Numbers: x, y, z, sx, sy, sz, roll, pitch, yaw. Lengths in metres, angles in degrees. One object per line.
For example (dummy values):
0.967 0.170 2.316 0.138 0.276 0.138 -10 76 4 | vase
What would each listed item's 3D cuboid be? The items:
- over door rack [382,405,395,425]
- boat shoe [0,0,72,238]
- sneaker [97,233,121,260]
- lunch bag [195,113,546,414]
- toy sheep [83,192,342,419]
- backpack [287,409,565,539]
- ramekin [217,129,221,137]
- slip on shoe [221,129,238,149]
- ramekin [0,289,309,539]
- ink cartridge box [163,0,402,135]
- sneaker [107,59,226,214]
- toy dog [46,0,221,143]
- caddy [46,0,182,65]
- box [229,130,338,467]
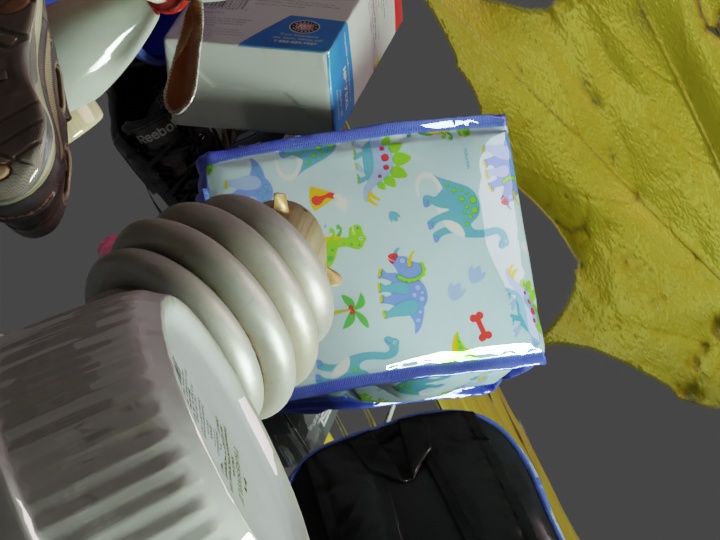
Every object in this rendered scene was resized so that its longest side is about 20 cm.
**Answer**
0.024 0.167 1.914 0.200 0.066 0.148 -58 134 -38 | over door rack
-0.197 -0.096 1.571 0.074 0.074 0.201 70 9 -48 | boat shoe
-0.116 0.032 1.716 0.200 0.078 0.096 -87 171 -74 | sneaker
0.000 0.000 1.835 0.127 0.199 0.171 146 -64 -64 | lunch bag
-0.089 0.030 1.516 0.137 0.200 0.138 30 -33 22 | toy sheep
0.037 0.200 1.738 0.147 0.182 0.201 96 -23 -59 | backpack
-0.111 -0.153 2.218 0.201 0.097 0.201 61 8 -14 | ramekin
-0.062 -0.084 2.026 0.061 0.075 0.201 -85 176 -78 | slip on shoe
-0.101 0.105 1.357 0.201 0.105 0.200 62 8 -15 | ramekin
-0.043 -0.170 1.914 0.200 0.115 0.068 -61 152 -52 | ink cartridge box
-0.120 -0.069 1.974 0.201 0.071 0.098 65 9 11 | sneaker
-0.150 -0.136 1.652 0.132 0.200 0.096 38 28 -5 | toy dog
-0.155 -0.229 1.879 0.142 0.104 0.201 -61 146 -44 | caddy
-0.052 0.007 1.927 0.158 0.050 0.200 59 38 -31 | box
